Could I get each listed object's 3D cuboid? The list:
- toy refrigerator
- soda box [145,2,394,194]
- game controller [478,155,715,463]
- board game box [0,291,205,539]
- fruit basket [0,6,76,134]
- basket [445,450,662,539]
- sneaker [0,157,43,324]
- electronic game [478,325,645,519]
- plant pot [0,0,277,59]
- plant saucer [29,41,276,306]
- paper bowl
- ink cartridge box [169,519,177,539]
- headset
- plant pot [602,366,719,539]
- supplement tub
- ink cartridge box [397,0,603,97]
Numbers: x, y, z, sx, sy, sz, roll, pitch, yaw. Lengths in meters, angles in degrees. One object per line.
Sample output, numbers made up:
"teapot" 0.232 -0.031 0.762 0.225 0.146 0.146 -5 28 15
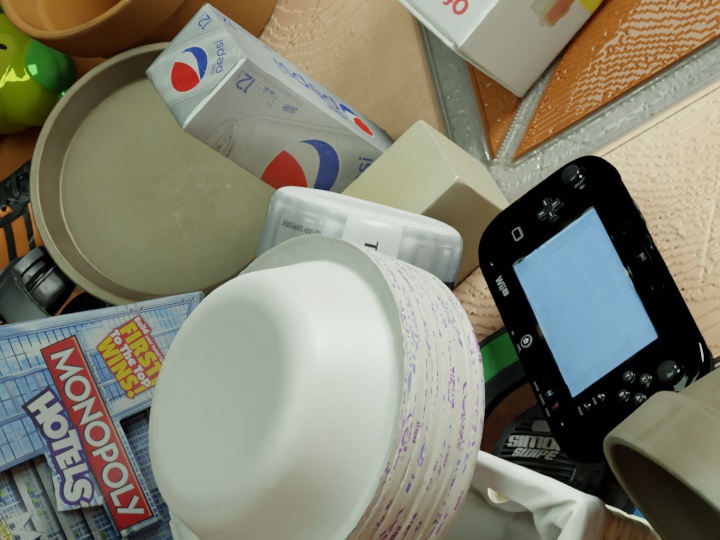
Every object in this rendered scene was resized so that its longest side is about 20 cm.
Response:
"toy refrigerator" 0.000 0.000 1.493 0.200 0.076 0.070 -43 47 15
"soda box" -0.046 -0.091 1.491 0.063 0.200 0.068 -46 48 11
"game controller" 0.135 0.021 1.345 0.104 0.042 0.200 -31 47 10
"board game box" -0.174 0.101 1.502 0.200 0.062 0.200 -24 90 -1
"fruit basket" -0.322 -0.162 1.816 0.216 0.155 0.216 -40 36 38
"basket" 0.068 0.202 1.251 0.135 0.123 0.200 19 91 35
"sneaker" -0.271 -0.036 1.730 0.200 0.090 0.070 -50 46 8
"electronic game" 0.112 0.115 1.352 0.200 0.042 0.200 -17 57 28
"plant pot" -0.152 -0.231 1.699 0.200 0.140 0.200 -19 56 31
"plant saucer" -0.134 -0.064 1.614 0.200 0.029 0.201 -2 74 6
"paper bowl" -0.036 0.079 1.222 0.200 0.104 0.201 -25 55 41
"ink cartridge box" -0.008 0.187 1.434 0.200 0.050 0.161 -25 52 4
"headset" -0.203 0.021 1.630 0.094 0.123 0.200 -52 25 5
"plant pot" 0.253 0.099 1.167 0.174 0.200 0.200 -44 44 -9
"supplement tub" -0.018 0.057 1.382 0.122 0.122 0.200 18 96 44
"ink cartridge box" 0.112 -0.238 1.518 0.200 0.083 0.145 -50 45 8
